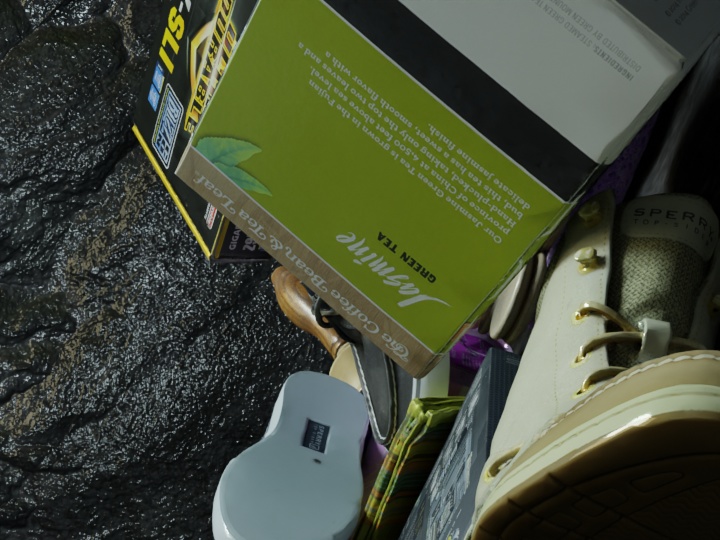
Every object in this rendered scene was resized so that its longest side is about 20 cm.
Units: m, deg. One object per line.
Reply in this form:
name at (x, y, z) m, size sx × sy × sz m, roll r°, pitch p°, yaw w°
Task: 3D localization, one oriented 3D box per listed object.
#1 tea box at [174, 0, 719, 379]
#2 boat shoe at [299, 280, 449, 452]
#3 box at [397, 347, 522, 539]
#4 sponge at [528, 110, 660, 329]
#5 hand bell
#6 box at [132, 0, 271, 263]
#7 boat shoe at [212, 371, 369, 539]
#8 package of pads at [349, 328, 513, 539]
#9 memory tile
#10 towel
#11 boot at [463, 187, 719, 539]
tea box at (0.061, -0.102, 0.571) m, size 0.200 × 0.134 × 0.197 m, roll -46°, pitch -5°, yaw -40°
boat shoe at (0.000, 0.000, 0.773) m, size 0.070 × 0.066 × 0.200 m, roll 152°, pitch 115°, yaw -68°
box at (0.039, 0.153, 0.661) m, size 0.158 × 0.051 × 0.200 m, roll -71°, pitch 3°, yaw -71°
sponge at (0.131, -0.067, 0.809) m, size 0.112 × 0.030 × 0.200 m, roll -77°, pitch 8°, yaw -77°
hand bell at (-0.014, 0.052, 1.023) m, size 0.200 × 0.104 × 0.104 m, roll 45°, pitch 119°, yaw 50°
box at (-0.078, -0.132, 0.937) m, size 0.160 × 0.049 × 0.200 m, roll 57°, pitch 137°, yaw 44°
boat shoe at (-0.039, 0.133, 0.790) m, size 0.200 × 0.071 × 0.091 m, roll -61°, pitch -9°, yaw -70°
package of pads at (0.027, 0.130, 0.879) m, size 0.121 × 0.076 × 0.200 m, roll -84°, pitch 15°, yaw -73°
memory tile at (0.104, -0.057, 0.801) m, size 0.153 × 0.017 × 0.200 m, roll 174°, pitch 116°, yaw -87°
towel at (0.028, 0.152, 0.771) m, size 0.018 × 0.086 × 0.200 m, roll 44°, pitch 121°, yaw 44°
boot at (0.085, 0.033, 0.454) m, size 0.200 × 0.072 × 0.155 m, roll 114°, pitch 179°, yaw -59°
